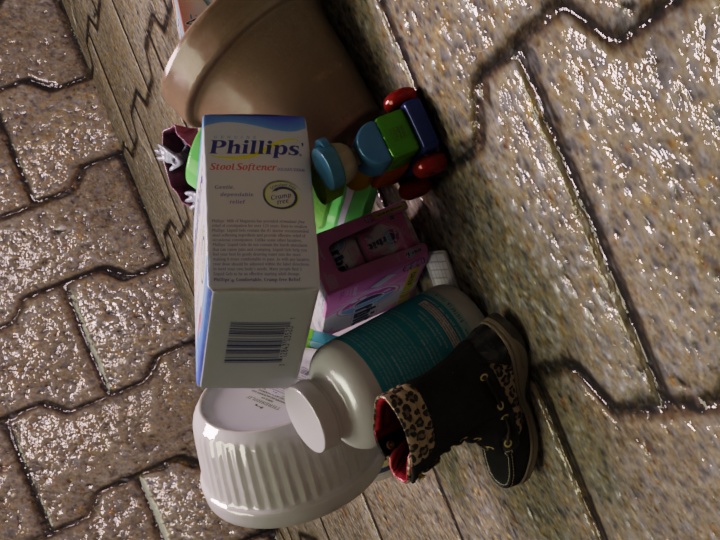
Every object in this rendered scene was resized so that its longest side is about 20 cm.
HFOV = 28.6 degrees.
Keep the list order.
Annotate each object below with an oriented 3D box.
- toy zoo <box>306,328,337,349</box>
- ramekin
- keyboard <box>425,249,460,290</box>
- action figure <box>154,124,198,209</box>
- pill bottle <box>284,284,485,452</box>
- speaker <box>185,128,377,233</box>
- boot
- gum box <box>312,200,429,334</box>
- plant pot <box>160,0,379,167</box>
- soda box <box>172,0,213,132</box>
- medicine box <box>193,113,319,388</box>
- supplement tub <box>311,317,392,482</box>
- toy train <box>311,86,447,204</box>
[{"bbox_3d":[-0.012,0.131,1.564,0.021,0.199,0.132,-73,-3,-51],"label":"toy zoo"},{"bbox_3d":[-0.081,0.166,1.473,0.200,0.199,0.106,41,150,60],"label":"ramekin"},{"bbox_3d":[0.108,0.074,1.443,0.056,0.011,0.201,-177,66,-75],"label":"keyboard"},{"bbox_3d":[-0.158,-0.153,1.793,0.148,0.199,0.135,2,106,40],"label":"action figure"},{"bbox_3d":[0.027,0.100,1.370,0.111,0.199,0.111,43,147,37],"label":"pill bottle"},{"bbox_3d":[-0.085,-0.097,1.536,0.199,0.089,0.089,19,152,7],"label":"speaker"},{"bbox_3d":[0.091,0.151,1.325,0.073,0.150,0.201,38,146,41],"label":"boot"},{"bbox_3d":[0.000,0.000,1.496,0.200,0.113,0.066,103,143,-74],"label":"gum box"},{"bbox_3d":[-0.075,-0.187,1.451,0.175,0.200,0.200,45,161,10],"label":"plant pot"},{"bbox_3d":[-0.168,-0.252,1.611,0.064,0.068,0.201,103,155,-64],"label":"soda box"},{"bbox_3d":[-0.104,-0.016,1.351,0.183,0.102,0.201,105,162,-55],"label":"medicine box"},{"bbox_3d":[-0.005,0.139,1.680,0.145,0.144,0.201,53,160,46],"label":"supplement tub"},{"bbox_3d":[0.003,-0.096,1.372,0.200,0.115,0.085,125,122,-73],"label":"toy train"}]
